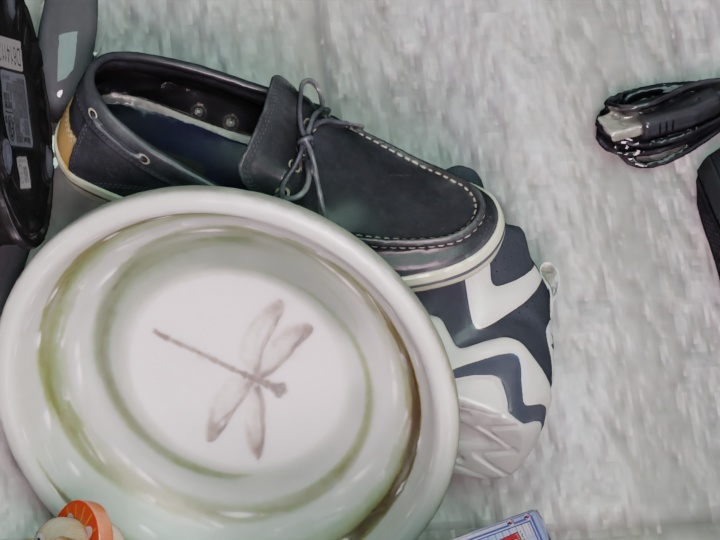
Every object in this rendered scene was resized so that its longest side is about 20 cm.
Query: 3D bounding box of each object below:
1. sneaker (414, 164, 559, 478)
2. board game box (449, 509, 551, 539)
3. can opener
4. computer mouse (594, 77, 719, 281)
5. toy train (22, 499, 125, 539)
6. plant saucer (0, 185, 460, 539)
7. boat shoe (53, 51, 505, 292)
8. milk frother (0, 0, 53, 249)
[{"bbox_3d":[0.000,0.000,1.312,0.198,0.080,0.130,17,52,7],"label":"sneaker"},{"bbox_3d":[0.000,0.174,1.132,0.199,0.200,0.062,-25,63,5],"label":"board game box"},{"bbox_3d":[-0.159,-0.045,1.292,0.053,0.067,0.201,18,65,-5],"label":"can opener"},{"bbox_3d":[0.202,-0.013,1.376,0.138,0.053,0.201,-13,72,-19],"label":"computer mouse"},{"bbox_3d":[-0.154,0.108,1.170,0.199,0.150,0.056,15,92,26],"label":"toy train"},{"bbox_3d":[-0.053,0.046,1.237,0.199,0.201,0.050,25,30,-3],"label":"plant saucer"},{"bbox_3d":[-0.034,-0.044,1.253,0.199,0.062,0.075,17,51,4],"label":"boat shoe"},{"bbox_3d":[-0.236,-0.106,1.203,0.187,0.181,0.201,-6,73,6],"label":"milk frother"}]
